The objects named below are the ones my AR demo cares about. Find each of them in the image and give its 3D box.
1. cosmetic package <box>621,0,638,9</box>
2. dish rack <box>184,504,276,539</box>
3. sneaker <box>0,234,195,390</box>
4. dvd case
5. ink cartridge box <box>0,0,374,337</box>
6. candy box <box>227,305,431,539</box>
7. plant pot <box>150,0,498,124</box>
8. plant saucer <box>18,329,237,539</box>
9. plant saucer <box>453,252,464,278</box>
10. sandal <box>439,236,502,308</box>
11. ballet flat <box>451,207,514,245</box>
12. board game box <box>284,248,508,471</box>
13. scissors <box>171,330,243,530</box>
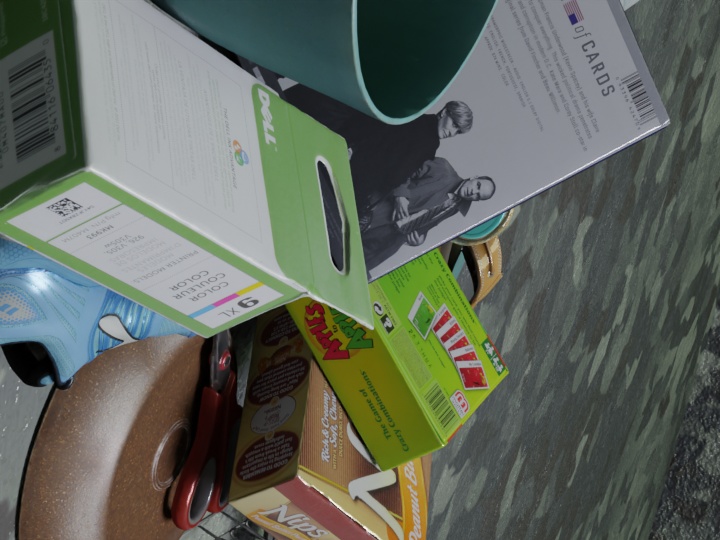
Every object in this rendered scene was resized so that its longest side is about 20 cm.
[{"bbox_3d":[0.161,-0.293,1.263,0.200,0.122,0.200,-40,145,-59],"label":"cosmetic package"},{"bbox_3d":[-0.078,0.212,1.163,0.200,0.054,0.154,-26,133,-52],"label":"dish rack"},{"bbox_3d":[-0.133,0.009,0.839,0.090,0.078,0.200,-57,156,6],"label":"sneaker"},{"bbox_3d":[0.048,-0.100,0.952,0.151,0.199,0.025,64,-9,-13],"label":"dvd case"},{"bbox_3d":[-0.077,-0.040,0.768,0.200,0.059,0.104,30,42,-51],"label":"ink cartridge box"},{"bbox_3d":[-0.010,0.072,1.056,0.115,0.055,0.201,42,40,-34],"label":"candy box"},{"bbox_3d":[-0.028,-0.182,0.772,0.201,0.160,0.201,-56,157,-38],"label":"plant pot"},{"bbox_3d":[-0.117,0.096,0.996,0.201,0.036,0.201,-56,157,-38],"label":"plant saucer"},{"bbox_3d":[0.050,-0.035,1.339,0.201,0.036,0.200,90,26,-45],"label":"plant saucer"},{"bbox_3d":[0.078,-0.021,1.264,0.082,0.054,0.201,87,20,-69],"label":"sandal"},{"bbox_3d":[0.007,-0.094,0.995,0.071,0.200,0.071,-43,-167,13],"label":"ballet flat"},{"bbox_3d":[0.000,0.000,1.021,0.201,0.047,0.102,60,33,-7],"label":"board game box"},{"bbox_3d":[-0.076,0.055,1.000,0.073,0.014,0.201,-37,141,-58],"label":"scissors"}]
